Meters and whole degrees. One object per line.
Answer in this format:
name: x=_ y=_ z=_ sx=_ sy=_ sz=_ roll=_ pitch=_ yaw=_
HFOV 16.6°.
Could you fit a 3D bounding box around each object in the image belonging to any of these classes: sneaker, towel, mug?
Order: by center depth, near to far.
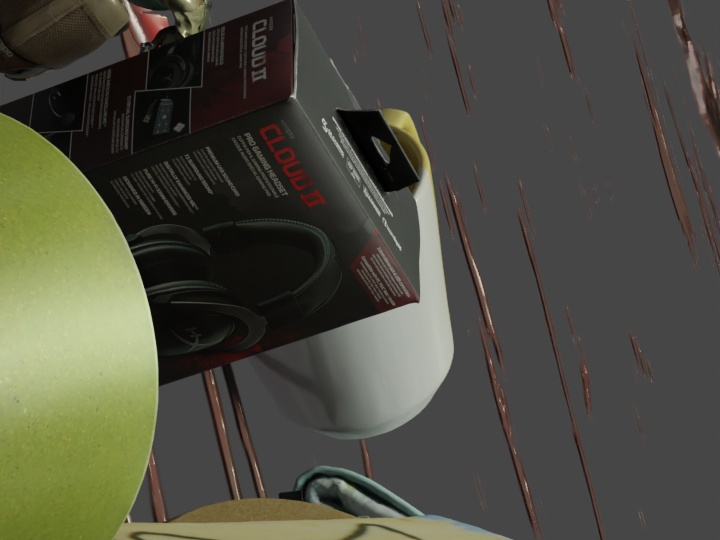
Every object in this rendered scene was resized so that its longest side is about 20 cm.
sneaker: x=-0.164 y=-0.135 z=1.250 sx=0.071 sy=0.075 sz=0.200 roll=60 pitch=-3 yaw=-8
mug: x=0.001 y=0.006 z=1.451 sx=0.149 sy=0.186 sz=0.153 roll=32 pitch=-32 yaw=49
towel: x=0.064 y=0.197 z=1.480 sx=0.200 sy=0.048 sz=0.171 roll=32 pitch=-9 yaw=30

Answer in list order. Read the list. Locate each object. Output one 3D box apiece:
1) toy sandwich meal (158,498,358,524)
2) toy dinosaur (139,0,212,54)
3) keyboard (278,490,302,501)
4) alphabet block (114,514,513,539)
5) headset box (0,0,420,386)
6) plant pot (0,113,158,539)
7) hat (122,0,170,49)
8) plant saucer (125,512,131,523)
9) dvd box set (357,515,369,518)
toy sandwich meal: x=-0.037 y=0.192 z=1.194 sx=0.205 sy=0.205 sz=0.070 roll=-77 pitch=-179 yaw=-58
toy dinosaur: x=-0.106 y=-0.078 z=1.307 sx=0.200 sy=0.047 sz=0.088 roll=104 pitch=7 yaw=-54
keyboard: x=-0.041 y=0.214 z=1.355 sx=0.104 sy=0.040 sz=0.200 roll=89 pitch=-6 yaw=-58
alphabet block: x=0.000 y=0.212 z=0.992 sx=0.200 sy=0.195 sz=0.197 roll=3 pitch=94 yaw=-37
headset box: x=-0.072 y=-0.032 z=1.191 sx=0.077 sy=0.200 sz=0.149 roll=-91 pitch=157 yaw=-44
plant pot: x=-0.200 y=0.043 z=0.809 sx=0.200 sy=0.187 sz=0.188 roll=-11 pitch=84 yaw=-58
hat: x=-0.130 y=-0.154 z=1.339 sx=0.166 sy=0.200 sz=0.176 roll=14 pitch=-94 yaw=67
plant saucer: x=-0.155 y=0.116 z=1.068 sx=0.200 sy=0.037 sz=0.201 roll=-17 pitch=90 yaw=-74
dvd box set: x=0.006 y=0.257 z=1.345 sx=0.146 sy=0.029 sz=0.200 roll=-86 pitch=168 yaw=-56
